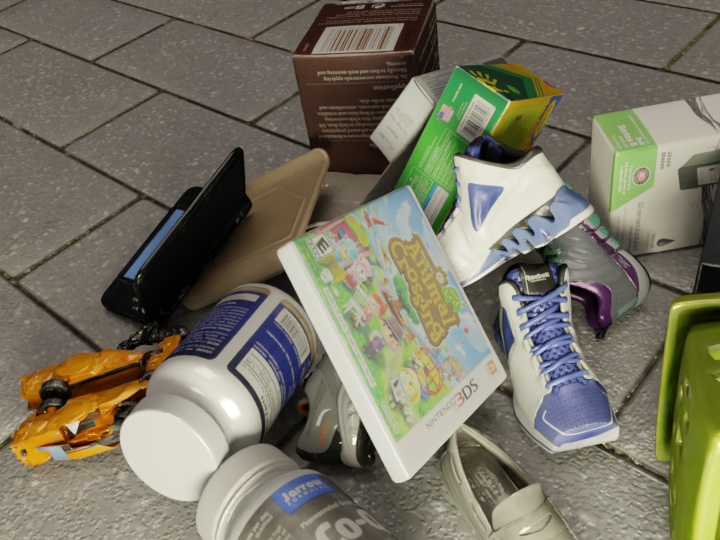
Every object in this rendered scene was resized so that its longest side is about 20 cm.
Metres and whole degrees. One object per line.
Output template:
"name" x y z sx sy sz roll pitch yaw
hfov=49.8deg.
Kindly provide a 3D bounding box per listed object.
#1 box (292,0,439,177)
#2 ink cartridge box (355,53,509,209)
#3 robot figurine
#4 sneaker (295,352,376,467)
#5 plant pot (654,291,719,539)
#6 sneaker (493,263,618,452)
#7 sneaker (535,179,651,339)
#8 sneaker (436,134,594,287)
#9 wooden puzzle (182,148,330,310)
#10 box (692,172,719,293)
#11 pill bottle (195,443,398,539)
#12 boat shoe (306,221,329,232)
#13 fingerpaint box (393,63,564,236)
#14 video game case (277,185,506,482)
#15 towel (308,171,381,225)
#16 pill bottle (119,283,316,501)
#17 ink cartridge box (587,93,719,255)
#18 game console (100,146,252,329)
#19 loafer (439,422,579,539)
"box" 0.019 -0.240 1.058 0.162 0.203 0.166 2 41 15
"ink cartridge box" 0.081 -0.166 0.916 0.044 0.174 0.199 50 43 10
"robot figurine" -0.255 0.127 0.804 0.196 0.059 0.146 -15 40 -4
"sneaker" -0.022 0.103 0.771 0.078 0.075 0.202 -7 40 13
"plant pot" 0.324 0.124 0.577 0.194 0.203 0.183 -4 34 8
"sneaker" 0.168 0.062 0.728 0.079 0.117 0.201 -14 38 -1
"sneaker" 0.211 -0.025 0.819 0.087 0.075 0.200 -39 76 -20
"sneaker" 0.117 -0.061 0.745 0.198 0.117 0.080 -32 -3 44
"wooden puzzle" -0.124 -0.050 0.960 0.183 0.037 0.202 -22 37 28
"box" 0.371 -0.009 0.757 0.077 0.143 0.201 11 45 25
"pill bottle" -0.034 0.227 0.594 0.113 0.115 0.198 -36 47 -28
"boat shoe" 0.000 0.000 0.887 0.197 0.073 0.060 19 44 23
"fingerpaint box" 0.119 -0.120 0.852 0.073 0.202 0.166 38 31 19
"video game case" 0.036 0.041 0.654 0.022 0.203 0.181 -26 2 40
"towel" 0.006 -0.074 1.000 0.196 0.035 0.134 6 44 17
"pill bottle" -0.126 0.107 0.717 0.113 0.118 0.200 6 29 19
"ink cartridge box" 0.365 -0.108 0.869 0.195 0.147 0.085 -10 39 2
"game console" -0.225 -0.047 0.911 0.174 0.117 0.202 14 59 37
"loafer" 0.127 0.204 0.618 0.069 0.071 0.200 -25 42 -19
